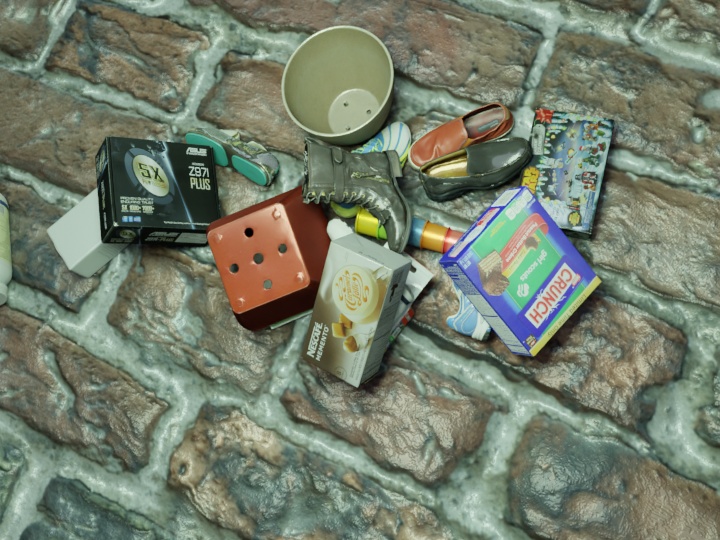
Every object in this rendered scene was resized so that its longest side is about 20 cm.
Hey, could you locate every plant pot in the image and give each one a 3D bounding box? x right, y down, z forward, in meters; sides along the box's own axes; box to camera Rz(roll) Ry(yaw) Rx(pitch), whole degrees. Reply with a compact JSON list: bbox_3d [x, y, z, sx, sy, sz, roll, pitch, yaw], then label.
[{"bbox_3d":[-0.147,-0.021,1.395,0.196,0.176,0.204,-21,88,6],"label":"plant pot"}]

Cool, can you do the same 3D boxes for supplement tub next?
[{"bbox_3d":[-0.731,-0.040,1.602,0.142,0.145,0.205,-14,72,9],"label":"supplement tub"}]

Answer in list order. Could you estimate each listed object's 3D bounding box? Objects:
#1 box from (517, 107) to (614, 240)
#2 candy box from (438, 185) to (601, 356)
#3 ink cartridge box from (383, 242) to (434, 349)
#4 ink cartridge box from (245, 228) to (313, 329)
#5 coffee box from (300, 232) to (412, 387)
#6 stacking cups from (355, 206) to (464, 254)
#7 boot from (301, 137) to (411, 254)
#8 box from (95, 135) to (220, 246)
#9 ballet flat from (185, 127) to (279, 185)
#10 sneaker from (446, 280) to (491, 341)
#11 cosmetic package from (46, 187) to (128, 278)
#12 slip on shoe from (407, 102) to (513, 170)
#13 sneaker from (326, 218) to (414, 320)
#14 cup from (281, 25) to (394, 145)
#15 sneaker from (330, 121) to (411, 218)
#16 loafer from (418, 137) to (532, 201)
[{"bbox_3d":[0.339,-0.163,1.431,0.134,0.040,0.205,11,78,17],"label":"box"},{"bbox_3d":[0.248,0.003,1.330,0.169,0.077,0.201,-45,104,-12],"label":"candy box"},{"bbox_3d":[0.028,0.062,1.440,0.108,0.050,0.201,37,85,20],"label":"ink cartridge box"},{"bbox_3d":[-0.126,-0.020,1.503,0.143,0.048,0.204,-22,90,7],"label":"ink cartridge box"},{"bbox_3d":[-0.008,0.061,1.335,0.113,0.079,0.204,25,112,20],"label":"coffee box"},{"bbox_3d":[0.089,-0.063,1.454,0.196,0.061,0.062,18,79,17],"label":"stacking cups"},{"bbox_3d":[-0.013,-0.118,1.386,0.170,0.069,0.204,-1,68,-22],"label":"boot"},{"bbox_3d":[-0.356,-0.136,1.509,0.196,0.086,0.168,2,70,-32],"label":"box"},{"bbox_3d":[-0.230,-0.220,1.580,0.198,0.072,0.073,28,83,19],"label":"ballet flat"},{"bbox_3d":[0.191,0.010,1.400,0.075,0.076,0.205,9,76,11],"label":"sneaker"},{"bbox_3d":[-0.471,-0.091,1.592,0.199,0.074,0.102,-38,70,3],"label":"cosmetic package"},{"bbox_3d":[0.171,-0.235,1.481,0.196,0.061,0.075,-23,73,8],"label":"slip on shoe"},{"bbox_3d":[0.000,0.000,1.402,0.080,0.076,0.201,-44,68,8],"label":"sneaker"},{"bbox_3d":[-0.025,-0.302,1.502,0.195,0.143,0.205,-3,75,13],"label":"cup"},{"bbox_3d":[0.016,-0.184,1.480,0.075,0.105,0.202,33,85,19],"label":"sneaker"},{"bbox_3d":[0.191,-0.177,1.436,0.197,0.072,0.074,-23,61,16],"label":"loafer"}]
